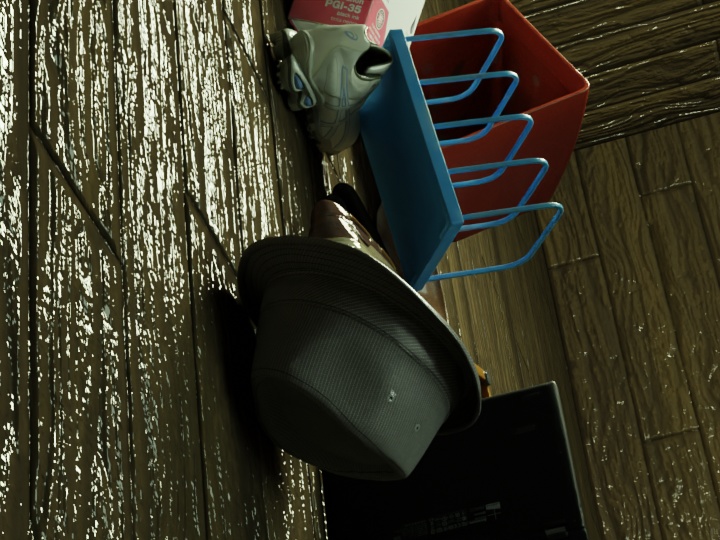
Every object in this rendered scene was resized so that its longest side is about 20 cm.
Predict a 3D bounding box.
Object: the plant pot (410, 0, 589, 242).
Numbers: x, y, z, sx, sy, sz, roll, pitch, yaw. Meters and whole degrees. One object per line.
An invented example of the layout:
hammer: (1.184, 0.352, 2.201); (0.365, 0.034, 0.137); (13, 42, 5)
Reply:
plant pot: (0.118, -0.152, 2.093); (0.200, 0.200, 0.177); (53, -22, 42)

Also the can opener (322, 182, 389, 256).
can opener: (0.018, 0.012, 1.748); (0.200, 0.078, 0.063); (64, 19, -9)

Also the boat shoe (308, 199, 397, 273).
boat shoe: (0.000, 0.000, 1.635); (0.200, 0.072, 0.072); (46, 31, -59)

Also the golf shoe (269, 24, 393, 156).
golf shoe: (-0.012, -0.164, 1.732); (0.200, 0.097, 0.078); (52, 23, -71)

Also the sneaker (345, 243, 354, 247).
sneaker: (-0.026, 0.036, 1.418); (0.200, 0.069, 0.100); (-10, 88, -80)

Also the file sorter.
file sorter: (0.090, -0.106, 1.758); (0.139, 0.122, 0.200); (118, -40, -60)

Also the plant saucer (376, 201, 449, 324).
plant saucer: (0.053, 0.001, 2.039); (0.200, 0.037, 0.201); (-15, 90, -81)

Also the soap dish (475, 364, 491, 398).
soap dish: (0.089, 0.157, 1.870); (0.200, 0.081, 0.158); (37, 39, -73)

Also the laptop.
laptop: (0.081, 0.213, 1.411); (0.116, 0.187, 0.200); (65, 14, -50)

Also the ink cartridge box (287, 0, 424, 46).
ink cartridge box: (0.012, -0.300, 1.866); (0.147, 0.083, 0.200); (49, 57, -68)

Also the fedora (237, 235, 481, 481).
fedora: (-0.014, 0.074, 1.273); (0.200, 0.177, 0.090); (56, 51, -42)
